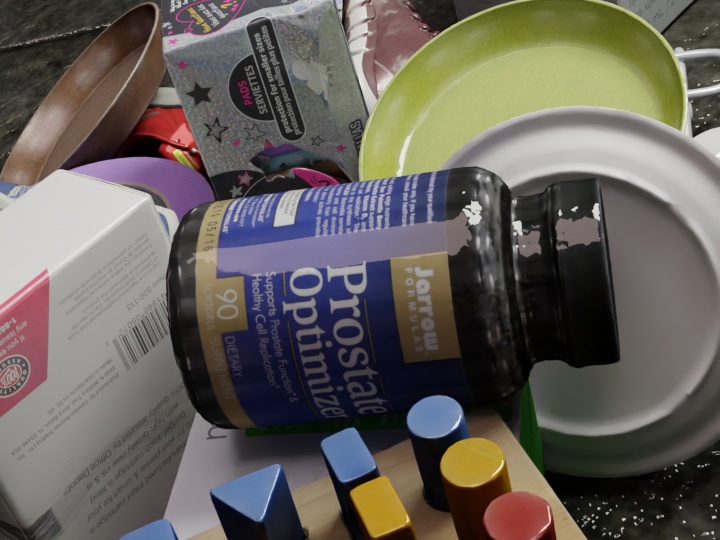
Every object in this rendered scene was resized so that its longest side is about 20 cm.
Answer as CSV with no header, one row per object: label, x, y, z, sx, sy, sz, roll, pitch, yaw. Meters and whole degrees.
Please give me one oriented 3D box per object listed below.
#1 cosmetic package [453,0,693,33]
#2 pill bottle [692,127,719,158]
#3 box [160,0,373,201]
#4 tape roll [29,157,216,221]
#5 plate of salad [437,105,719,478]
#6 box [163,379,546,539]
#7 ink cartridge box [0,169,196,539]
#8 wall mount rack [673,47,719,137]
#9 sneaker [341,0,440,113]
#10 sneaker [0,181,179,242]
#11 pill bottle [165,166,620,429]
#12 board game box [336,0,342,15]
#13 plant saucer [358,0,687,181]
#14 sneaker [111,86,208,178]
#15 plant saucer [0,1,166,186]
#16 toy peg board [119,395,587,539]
cosmetic package,0.169,-0.295,1.060,0.164,0.201,0.165,18,49,38
pill bottle,0.246,0.005,0.715,0.113,0.114,0.200,-27,37,-14
box,-0.052,-0.102,0.900,0.114,0.201,0.133,-17,36,3
tape roll,-0.185,0.005,0.930,0.198,0.066,0.201,-12,36,9
plate of salad,0.117,0.012,0.700,0.198,0.202,0.048,-2,17,20
box,-0.004,0.148,0.648,0.175,0.097,0.201,-4,39,14
ink cartridge box,-0.150,0.073,0.715,0.082,0.201,0.146,17,48,40
wall mount rack,0.162,-0.083,0.903,0.198,0.075,0.174,-6,34,15
sneaker,0.042,-0.178,1.064,0.114,0.076,0.201,1,54,-3
sneaker,-0.196,-0.021,0.871,0.199,0.076,0.088,16,23,41
pill bottle,0.019,0.011,0.640,0.198,0.112,0.112,-7,37,12
board game box,-0.069,-0.210,1.195,0.198,0.026,0.201,-18,37,0
plant saucer,0.096,-0.076,0.800,0.198,0.031,0.201,-13,55,18
sneaker,-0.111,-0.097,1.037,0.199,0.077,0.085,-7,41,31
plant saucer,-0.216,-0.125,1.076,0.200,0.034,0.201,-37,29,25
toy peg board,-0.001,0.128,0.513,0.199,0.098,0.199,-22,39,-9
